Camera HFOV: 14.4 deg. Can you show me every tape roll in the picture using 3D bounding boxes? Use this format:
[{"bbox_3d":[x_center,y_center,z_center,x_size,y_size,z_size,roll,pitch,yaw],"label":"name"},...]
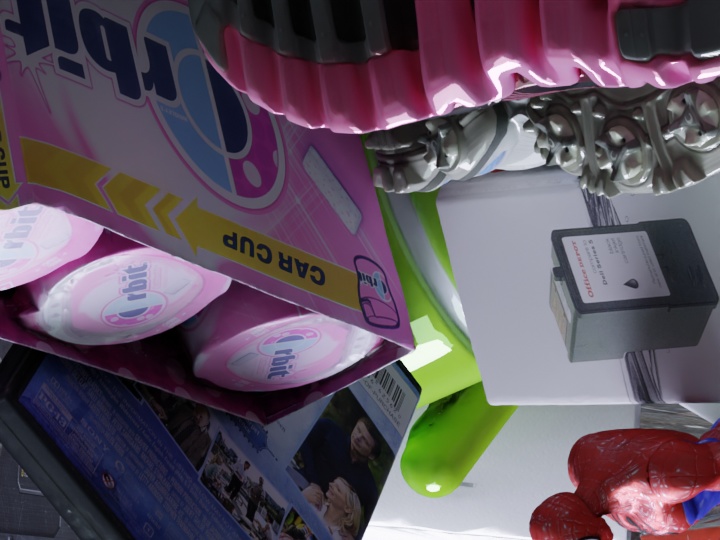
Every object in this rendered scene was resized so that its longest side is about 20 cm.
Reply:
[{"bbox_3d":[0.055,0.047,1.256,0.139,0.203,0.203,5,174,7],"label":"tape roll"}]

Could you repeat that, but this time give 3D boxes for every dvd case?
[{"bbox_3d":[-0.046,0.042,0.945,0.018,0.143,0.200,-29,-161,28],"label":"dvd case"}]

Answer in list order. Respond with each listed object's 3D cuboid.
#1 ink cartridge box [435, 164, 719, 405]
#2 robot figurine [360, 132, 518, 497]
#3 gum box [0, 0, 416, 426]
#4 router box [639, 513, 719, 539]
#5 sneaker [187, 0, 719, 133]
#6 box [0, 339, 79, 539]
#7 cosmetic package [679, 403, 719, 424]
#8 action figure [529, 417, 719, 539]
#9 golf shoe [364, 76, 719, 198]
[{"bbox_3d":[0.147,-0.014,0.961,0.145,0.084,0.200,-20,-170,-36],"label":"ink cartridge box"},{"bbox_3d":[0.000,0.000,1.097,0.200,0.175,0.116,-25,-153,17],"label":"robot figurine"},{"bbox_3d":[-0.075,-0.035,0.871,0.066,0.114,0.200,-28,151,26],"label":"gum box"},{"bbox_3d":[0.245,0.104,1.133,0.200,0.049,0.179,-9,177,-37],"label":"router box"},{"bbox_3d":[0.048,-0.077,0.779,0.200,0.079,0.095,2,-175,31],"label":"sneaker"},{"bbox_3d":[-0.139,-0.003,0.955,0.048,0.200,0.158,-1,173,16],"label":"box"},{"bbox_3d":[0.220,0.029,1.219,0.101,0.071,0.200,31,-158,29],"label":"cosmetic package"},{"bbox_3d":[0.135,0.059,0.937,0.200,0.052,0.065,-14,-169,-33],"label":"action figure"},{"bbox_3d":[0.083,-0.067,0.895,0.097,0.078,0.200,-11,-171,-31],"label":"golf shoe"}]
